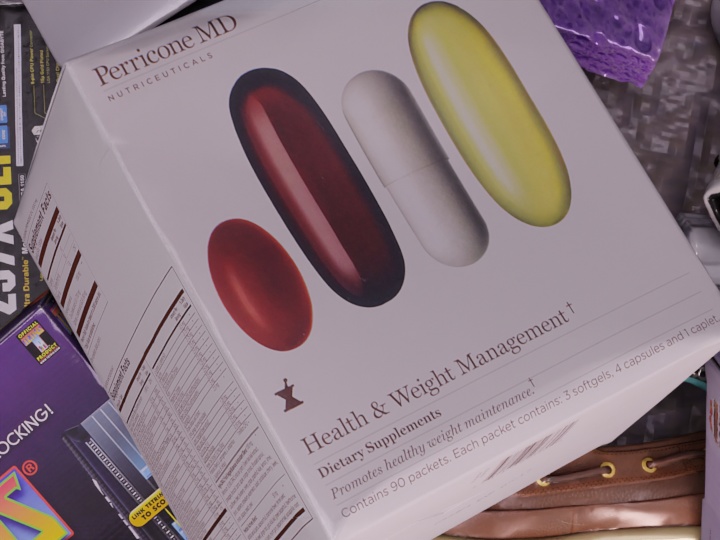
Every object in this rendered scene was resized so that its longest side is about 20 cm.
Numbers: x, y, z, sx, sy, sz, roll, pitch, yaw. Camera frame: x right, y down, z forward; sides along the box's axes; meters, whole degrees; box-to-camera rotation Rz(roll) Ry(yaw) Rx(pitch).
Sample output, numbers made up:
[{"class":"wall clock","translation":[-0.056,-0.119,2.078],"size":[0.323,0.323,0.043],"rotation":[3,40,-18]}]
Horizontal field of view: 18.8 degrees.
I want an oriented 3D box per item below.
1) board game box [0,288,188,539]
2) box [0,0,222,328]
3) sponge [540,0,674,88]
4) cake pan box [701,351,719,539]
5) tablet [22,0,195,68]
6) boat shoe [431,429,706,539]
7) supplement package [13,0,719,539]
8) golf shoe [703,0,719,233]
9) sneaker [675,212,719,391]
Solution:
[{"class":"board game box","translation":[-0.153,0.134,0.923],"size":[0.200,0.057,0.165],"rotation":[-40,99,5]},{"class":"box","translation":[-0.105,-0.024,0.973],"size":[0.159,0.049,0.201],"rotation":[-4,85,2]},{"class":"sponge","translation":[0.049,-0.159,0.977],"size":[0.199,0.030,0.112],"rotation":[17,60,1]},{"class":"cake pan box","translation":[0.236,0.115,0.913],"size":[0.183,0.052,0.201],"rotation":[-6,116,-6]},{"class":"tablet","translation":[-0.066,-0.175,0.955],"size":[0.199,0.014,0.130],"rotation":[-32,48,-1]},{"class":"boat shoe","translation":[0.077,0.097,0.955],"size":[0.199,0.072,0.068],"rotation":[2,79,-7]},{"class":"supplement package","translation":[0.000,0.000,0.852],"size":[0.191,0.147,0.201],"rotation":[-26,77,-24]},{"class":"golf shoe","translation":[0.180,-0.062,0.924],"size":[0.094,0.078,0.200],"rotation":[-11,46,-14]},{"class":"sneaker","translation":[0.184,0.025,0.970],"size":[0.199,0.078,0.092],"rotation":[4,101,3]}]
